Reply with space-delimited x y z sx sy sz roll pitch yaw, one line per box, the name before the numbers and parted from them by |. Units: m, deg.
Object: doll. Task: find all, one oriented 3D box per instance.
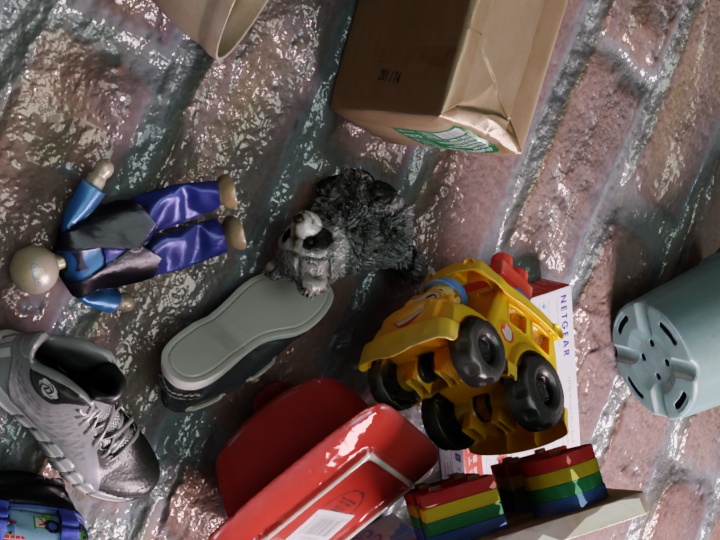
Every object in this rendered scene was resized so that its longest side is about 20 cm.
doll | -0.200 -0.029 0.817 0.197 0.048 0.139 -20 118 -23

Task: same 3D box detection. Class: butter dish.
butter dish | -0.052 0.169 0.899 0.199 0.148 0.200 -39 148 2

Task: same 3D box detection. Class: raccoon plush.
raccoon plush | 0.000 0.000 0.920 0.200 0.096 0.135 45 68 -30

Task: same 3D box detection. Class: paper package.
paper package | 0.078 -0.213 0.881 0.102 0.199 0.194 16 91 -33

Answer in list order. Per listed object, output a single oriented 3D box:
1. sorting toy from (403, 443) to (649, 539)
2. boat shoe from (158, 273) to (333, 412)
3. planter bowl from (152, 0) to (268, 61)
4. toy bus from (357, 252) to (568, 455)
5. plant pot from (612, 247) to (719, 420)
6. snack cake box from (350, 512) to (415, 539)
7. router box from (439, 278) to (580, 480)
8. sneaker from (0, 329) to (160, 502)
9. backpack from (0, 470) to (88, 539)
sorting toy | 0.135 0.214 0.890 0.195 0.200 0.071 -15 80 -6
boat shoe | -0.105 0.064 0.890 0.199 0.074 0.061 -37 159 -41
planter bowl | -0.118 -0.290 0.758 0.133 0.200 0.202 31 80 -5
toy bus | 0.110 0.059 0.938 0.199 0.135 0.195 36 51 -32
plant pot | 0.432 0.081 1.185 0.193 0.200 0.204 -19 108 -22
snack cake box | -0.024 0.348 0.984 0.197 0.067 0.117 -18 114 -30
router box | 0.166 0.128 1.090 0.177 0.049 0.204 -16 107 -31
sneaker | -0.215 0.122 0.785 0.200 0.114 0.076 49 46 -29
backpack | -0.327 0.239 0.730 0.198 0.134 0.186 20 87 -32
